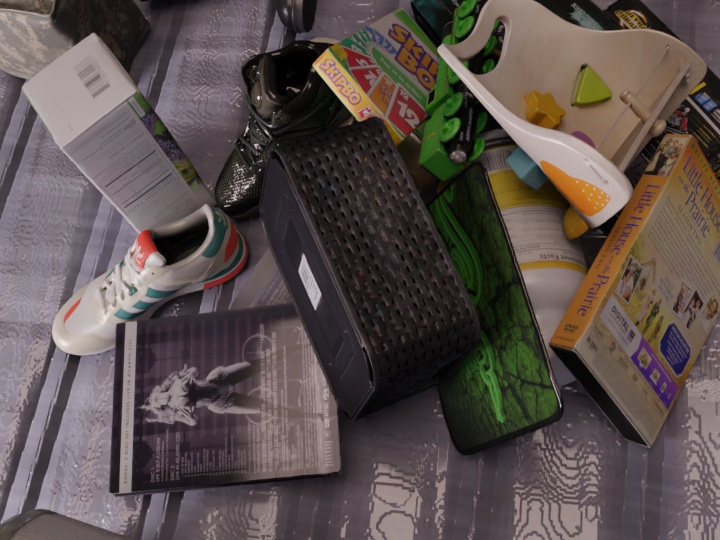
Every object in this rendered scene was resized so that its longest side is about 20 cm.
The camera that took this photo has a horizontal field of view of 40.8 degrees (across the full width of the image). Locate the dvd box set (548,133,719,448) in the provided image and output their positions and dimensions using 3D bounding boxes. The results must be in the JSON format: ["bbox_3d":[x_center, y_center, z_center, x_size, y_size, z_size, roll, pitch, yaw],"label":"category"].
[{"bbox_3d":[0.235,0.017,0.765,0.029,0.146,0.202,13,65,49],"label":"dvd box set"}]

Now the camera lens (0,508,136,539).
[{"bbox_3d":[-0.197,0.277,0.711,0.197,0.160,0.162,13,69,15],"label":"camera lens"}]

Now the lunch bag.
[{"bbox_3d":[-0.340,-0.272,0.980,0.197,0.164,0.119,14,74,15],"label":"lunch bag"}]

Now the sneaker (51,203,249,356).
[{"bbox_3d":[-0.200,0.001,0.871,0.198,0.094,0.071,-28,64,-4],"label":"sneaker"}]

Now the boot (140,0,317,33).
[{"bbox_3d":[-0.145,-0.310,1.016,0.196,0.066,0.167,-2,57,6],"label":"boot"}]

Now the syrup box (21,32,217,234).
[{"bbox_3d":[-0.207,-0.107,0.862,0.081,0.200,0.079,-37,65,-4],"label":"syrup box"}]

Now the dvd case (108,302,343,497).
[{"bbox_3d":[-0.115,0.107,0.819,0.196,0.016,0.151,-7,68,7],"label":"dvd case"}]

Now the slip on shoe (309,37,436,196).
[{"bbox_3d":[0.000,-0.144,0.913,0.060,0.076,0.200,-37,72,-24],"label":"slip on shoe"}]

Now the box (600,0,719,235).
[{"bbox_3d":[0.243,-0.140,0.882,0.158,0.050,0.201,-32,64,-7],"label":"box"}]

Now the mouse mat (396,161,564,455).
[{"bbox_3d":[0.086,0.036,0.763,0.007,0.161,0.203,-8,73,-27],"label":"mouse mat"}]

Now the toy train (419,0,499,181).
[{"bbox_3d":[0.084,-0.159,0.830,0.056,0.041,0.202,-34,33,41],"label":"toy train"}]

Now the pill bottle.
[{"bbox_3d":[0.130,-0.007,0.807,0.110,0.112,0.203,-10,65,5],"label":"pill bottle"}]

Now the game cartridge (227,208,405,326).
[{"bbox_3d":[-0.042,0.029,0.866,0.128,0.038,0.202,26,73,24],"label":"game cartridge"}]

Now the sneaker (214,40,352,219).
[{"bbox_3d":[-0.086,-0.130,0.870,0.199,0.114,0.077,-42,64,24],"label":"sneaker"}]

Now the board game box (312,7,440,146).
[{"bbox_3d":[0.033,-0.176,0.862,0.030,0.200,0.096,-38,96,30],"label":"board game box"}]

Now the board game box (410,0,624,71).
[{"bbox_3d":[0.144,-0.231,0.914,0.134,0.028,0.201,-27,45,0],"label":"board game box"}]

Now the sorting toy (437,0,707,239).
[{"bbox_3d":[0.151,-0.141,0.765,0.180,0.107,0.200,41,49,2],"label":"sorting toy"}]

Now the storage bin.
[{"bbox_3d":[0.000,0.000,0.766,0.092,0.136,0.202,-20,73,-18],"label":"storage bin"}]
